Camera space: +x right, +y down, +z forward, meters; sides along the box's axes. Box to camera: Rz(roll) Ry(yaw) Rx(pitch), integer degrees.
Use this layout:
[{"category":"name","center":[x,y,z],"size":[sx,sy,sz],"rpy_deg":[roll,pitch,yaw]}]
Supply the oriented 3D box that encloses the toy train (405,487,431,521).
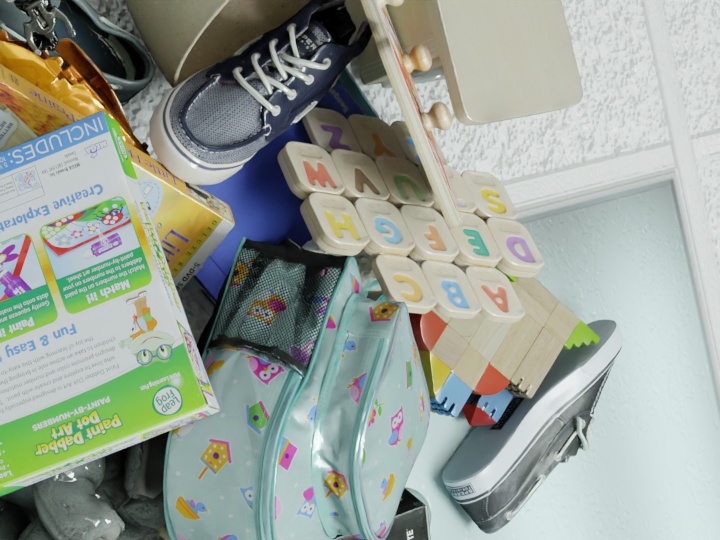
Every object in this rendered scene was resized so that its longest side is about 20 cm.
[{"category":"toy train","center":[-0.033,0.165,1.731],"size":[0.114,0.085,0.200],"rpy_deg":[-48,114,-22]}]

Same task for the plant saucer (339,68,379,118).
[{"category":"plant saucer","center":[-0.063,-0.077,1.774],"size":[0.200,0.019,0.070],"rpy_deg":[-49,114,-33]}]

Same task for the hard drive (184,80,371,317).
[{"category":"hard drive","center":[-0.058,-0.049,1.747],"size":[0.132,0.025,0.200],"rpy_deg":[50,57,-23]}]

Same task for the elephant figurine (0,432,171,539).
[{"category":"elephant figurine","center":[-0.169,0.131,1.609],"size":[0.141,0.156,0.200],"rpy_deg":[43,34,24]}]

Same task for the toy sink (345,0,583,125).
[{"category":"toy sink","center":[0.068,-0.203,1.838],"size":[0.130,0.112,0.201],"rpy_deg":[-14,88,-39]}]

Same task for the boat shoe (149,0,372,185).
[{"category":"boat shoe","center":[-0.065,-0.132,1.645],"size":[0.075,0.093,0.200],"rpy_deg":[46,35,-2]}]

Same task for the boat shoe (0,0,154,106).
[{"category":"boat shoe","center":[-0.218,-0.184,1.631],"size":[0.200,0.062,0.073],"rpy_deg":[43,60,-27]}]

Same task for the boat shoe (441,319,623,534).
[{"category":"boat shoe","center":[0.147,0.122,1.885],"size":[0.199,0.073,0.068],"rpy_deg":[-49,116,-30]}]

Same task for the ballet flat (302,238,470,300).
[{"category":"ballet flat","center":[0.000,0.000,1.729],"size":[0.199,0.072,0.072],"rpy_deg":[-5,87,-29]}]

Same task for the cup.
[{"category":"cup","center":[-0.098,-0.242,1.674],"size":[0.143,0.200,0.200],"rpy_deg":[49,53,7]}]

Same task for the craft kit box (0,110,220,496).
[{"category":"craft kit box","center":[-0.212,0.030,1.497],"size":[0.049,0.199,0.198],"rpy_deg":[47,23,-77]}]

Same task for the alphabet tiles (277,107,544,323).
[{"category":"alphabet tiles","center":[0.038,-0.043,1.723],"size":[0.199,0.015,0.196],"rpy_deg":[7,44,-36]}]

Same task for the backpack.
[{"category":"backpack","center":[-0.043,0.105,1.570],"size":[0.200,0.153,0.176],"rpy_deg":[-60,156,-29]}]

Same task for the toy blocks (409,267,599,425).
[{"category":"toy blocks","center":[0.072,0.047,1.832],"size":[0.200,0.100,0.137],"rpy_deg":[41,72,-27]}]

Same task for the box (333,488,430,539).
[{"category":"box","center":[-0.023,0.263,1.680],"size":[0.159,0.049,0.201],"rpy_deg":[-18,117,-22]}]

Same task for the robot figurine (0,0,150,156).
[{"category":"robot figurine","center":[-0.237,-0.113,1.589],"size":[0.145,0.058,0.200],"rpy_deg":[-40,115,1]}]

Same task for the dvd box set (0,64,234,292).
[{"category":"dvd box set","center":[-0.203,-0.031,1.584],"size":[0.200,0.029,0.146],"rpy_deg":[33,109,-30]}]

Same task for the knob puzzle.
[{"category":"knob puzzle","center":[0.041,-0.125,1.686],"size":[0.030,0.220,0.221],"rpy_deg":[-20,100,4]}]
